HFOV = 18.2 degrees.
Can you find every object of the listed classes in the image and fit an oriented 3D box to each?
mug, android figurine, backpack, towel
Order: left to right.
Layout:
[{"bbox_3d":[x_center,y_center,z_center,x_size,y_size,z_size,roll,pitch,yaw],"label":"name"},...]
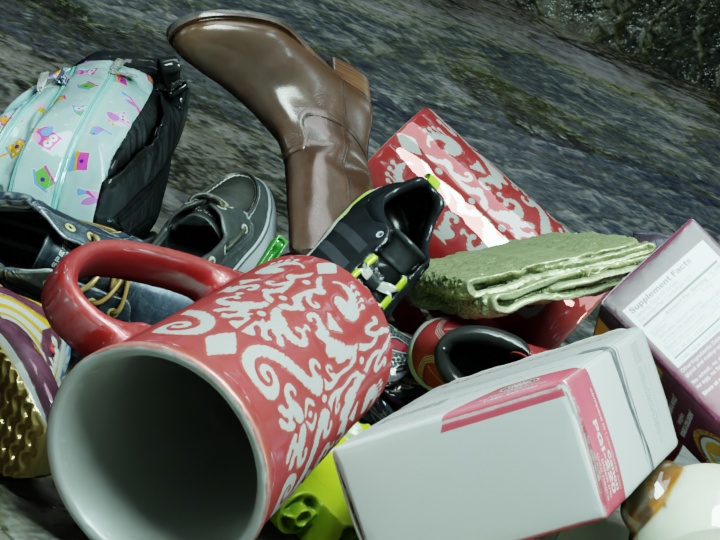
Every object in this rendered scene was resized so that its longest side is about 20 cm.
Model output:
[{"bbox_3d":[-0.200,-0.058,1.575,0.126,0.167,0.200,9,24,7],"label":"backpack"},{"bbox_3d":[-0.075,0.052,1.267,0.133,0.178,0.200,-11,12,28],"label":"mug"},{"bbox_3d":[-0.003,0.137,1.406,0.182,0.041,0.200,9,24,-39],"label":"android figurine"},{"bbox_3d":[0.081,-0.016,1.703,0.200,0.133,0.178,45,14,3],"label":"mug"},{"bbox_3d":[0.114,0.004,1.553,0.148,0.037,0.200,-11,6,-16],"label":"towel"}]

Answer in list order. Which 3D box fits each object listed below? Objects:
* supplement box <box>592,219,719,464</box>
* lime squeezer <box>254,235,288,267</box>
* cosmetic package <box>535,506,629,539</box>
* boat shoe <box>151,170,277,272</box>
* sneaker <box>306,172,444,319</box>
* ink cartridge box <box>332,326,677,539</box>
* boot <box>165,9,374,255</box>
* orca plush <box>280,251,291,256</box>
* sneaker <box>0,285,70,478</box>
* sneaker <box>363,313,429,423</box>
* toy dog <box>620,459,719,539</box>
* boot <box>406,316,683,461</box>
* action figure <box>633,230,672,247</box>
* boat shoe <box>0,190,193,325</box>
[{"bbox_3d":[0.246,0.078,1.432,0.200,0.086,0.110,46,-11,15],"label":"supplement box"},{"bbox_3d":[-0.094,0.065,1.471,0.038,0.071,0.200,51,37,-29],"label":"lime squeezer"},{"bbox_3d":[0.186,0.179,1.467,0.200,0.073,0.104,15,19,-24],"label":"cosmetic package"},{"bbox_3d":[-0.108,-0.020,1.570,0.068,0.057,0.200,6,35,16],"label":"boat shoe"},{"bbox_3d":[0.000,0.000,1.499,0.072,0.083,0.200,42,46,-16],"label":"sneaker"},{"bbox_3d":[0.089,0.102,1.298,0.145,0.085,0.200,-18,3,20],"label":"ink cartridge box"},{"bbox_3d":[-0.053,-0.077,1.600,0.186,0.064,0.200,17,52,-32],"label":"boot"},{"bbox_3d":[-0.059,0.028,1.663,0.105,0.071,0.200,-20,4,13],"label":"orca plush"},{"bbox_3d":[-0.201,0.056,1.330,0.090,0.075,0.200,3,27,-37],"label":"sneaker"},{"bbox_3d":[0.004,0.065,1.561,0.200,0.081,0.075,20,23,-14],"label":"sneaker"},{"bbox_3d":[0.208,0.184,1.293,0.139,0.194,0.200,7,19,-9],"label":"toy dog"},{"bbox_3d":[0.133,0.087,1.475,0.200,0.073,0.144,22,-4,-8],"label":"boot"},{"bbox_3d":[0.183,0.071,1.616,0.069,0.200,0.130,16,-19,24],"label":"action figure"},{"bbox_3d":[-0.166,0.006,1.417,0.200,0.071,0.091,15,-11,10],"label":"boat shoe"}]
